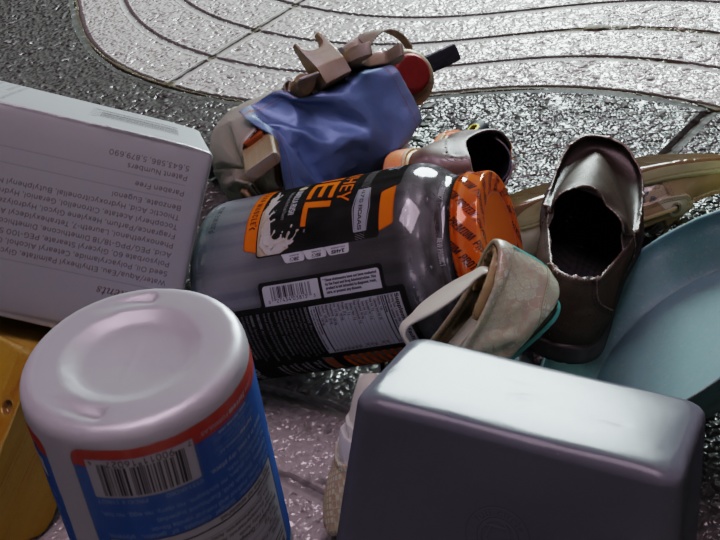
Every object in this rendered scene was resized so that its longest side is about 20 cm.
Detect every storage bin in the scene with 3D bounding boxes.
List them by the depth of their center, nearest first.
[{"bbox_3d":[0.083,0.119,0.643,0.198,0.136,0.145,13,24,20],"label":"storage bin"}]

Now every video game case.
[{"bbox_3d":[-0.027,-0.135,1.095,0.199,0.019,0.142,-30,8,-25],"label":"video game case"}]

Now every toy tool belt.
[{"bbox_3d":[-0.012,-0.111,0.940,0.199,0.126,0.123,-34,5,-17],"label":"toy tool belt"}]

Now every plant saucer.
[{"bbox_3d":[0.196,0.037,0.784,0.199,0.036,0.200,-37,17,13],"label":"plant saucer"}]

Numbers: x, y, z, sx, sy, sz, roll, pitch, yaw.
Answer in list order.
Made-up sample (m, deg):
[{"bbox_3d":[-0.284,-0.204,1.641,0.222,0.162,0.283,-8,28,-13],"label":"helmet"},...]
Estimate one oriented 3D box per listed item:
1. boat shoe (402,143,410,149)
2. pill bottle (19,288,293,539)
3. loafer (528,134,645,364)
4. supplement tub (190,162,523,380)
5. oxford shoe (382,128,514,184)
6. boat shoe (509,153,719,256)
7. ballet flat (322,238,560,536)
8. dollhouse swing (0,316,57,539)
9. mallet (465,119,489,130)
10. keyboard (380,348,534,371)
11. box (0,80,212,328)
[{"bbox_3d":[-0.039,-0.076,1.029,0.070,0.070,0.199,25,48,37],"label":"boat shoe"},{"bbox_3d":[-0.094,0.120,0.654,0.111,0.202,0.113,-5,35,4],"label":"pill bottle"},{"bbox_3d":[0.152,-0.029,0.832,0.072,0.072,0.201,12,44,6],"label":"loafer"},{"bbox_3d":[0.000,0.000,0.837,0.198,0.123,0.123,-10,33,22],"label":"supplement tub"},{"bbox_3d":[0.087,-0.072,0.952,0.072,0.072,0.200,-14,7,26],"label":"oxford shoe"},{"bbox_3d":[0.189,-0.044,0.953,0.198,0.064,0.073,-15,9,-12],"label":"boat shoe"},{"bbox_3d":[0.032,0.064,0.747,0.200,0.062,0.067,-49,19,2],"label":"ballet flat"},{"bbox_3d":[-0.242,0.091,0.873,0.198,0.175,0.184,18,84,32],"label":"dollhouse swing"},{"bbox_3d":[0.047,-0.074,1.044,0.065,0.042,0.200,5,33,23],"label":"mallet"},{"bbox_3d":[0.064,0.084,0.809,0.103,0.040,0.201,-6,34,3],"label":"keyboard"},{"bbox_3d":[-0.210,-0.047,0.868,0.197,0.132,0.199,12,7,-11],"label":"box"}]
